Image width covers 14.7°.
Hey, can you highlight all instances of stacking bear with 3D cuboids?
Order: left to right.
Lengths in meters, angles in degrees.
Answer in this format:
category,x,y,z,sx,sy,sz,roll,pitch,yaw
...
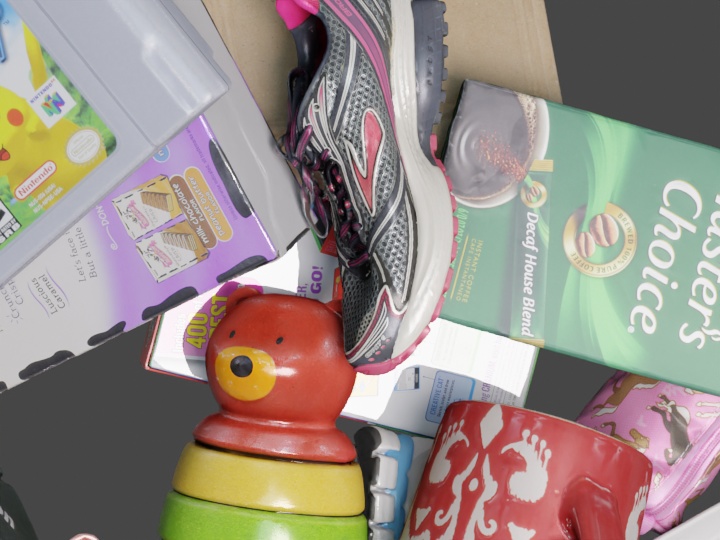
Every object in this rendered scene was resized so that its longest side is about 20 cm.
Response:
category,x,y,z,sx,sy,sz,roll,pitch,yaw
stacking bear,-0.048,0.110,1.383,0.121,0.114,0.201,9,92,31

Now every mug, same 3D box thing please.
category,x,y,z,sx,sy,sz,roll,pitch,yaw
mug,0.083,0.177,1.342,0.133,0.177,0.201,35,68,-51

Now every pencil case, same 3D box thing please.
category,x,y,z,sx,sy,sz,roll,pitch,yaw
pencil case,0.187,0.047,1.458,0.083,0.087,0.200,39,89,11

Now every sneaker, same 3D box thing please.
category,x,y,z,sx,sy,sz,roll,pitch,yaw
sneaker,-0.003,-0.048,1.348,0.074,0.081,0.201,1,78,-26
sneaker,0.034,0.181,1.442,0.086,0.075,0.201,2,104,-15

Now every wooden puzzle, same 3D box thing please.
category,x,y,z,sx,sy,sz,roll,pitch,yaw
wooden puzzle,0.003,-0.143,1.429,0.184,0.037,0.201,-6,83,-15

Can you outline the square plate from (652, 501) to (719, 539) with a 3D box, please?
category,x,y,z,sx,sy,sz,roll,pitch,yaw
square plate,0.182,0.228,1.460,0.199,0.028,0.199,-30,99,27

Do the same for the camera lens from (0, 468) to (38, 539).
category,x,y,z,sx,sy,sz,roll,pitch,yaw
camera lens,-0.262,0.159,1.349,0.199,0.160,0.161,-32,97,5

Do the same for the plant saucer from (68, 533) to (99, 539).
category,x,y,z,sx,sy,sz,roll,pitch,yaw
plant saucer,-0.159,0.269,1.443,0.200,0.037,0.200,-38,98,-4

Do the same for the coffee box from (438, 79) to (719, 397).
category,x,y,z,sx,sy,sz,roll,pitch,yaw
coffee box,0.130,-0.013,1.391,0.199,0.044,0.124,17,89,-1

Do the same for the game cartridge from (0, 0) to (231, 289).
category,x,y,z,sx,sy,sz,roll,pitch,yaw
game cartridge,-0.171,-0.076,1.309,0.200,0.040,0.134,-39,88,23

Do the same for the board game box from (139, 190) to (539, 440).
category,x,y,z,sx,sy,sz,roll,pitch,yaw
board game box,0.000,0.000,1.451,0.199,0.040,0.154,15,90,-9

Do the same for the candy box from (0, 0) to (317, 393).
category,x,y,z,sx,sy,sz,roll,pitch,yaw
candy box,-0.150,-0.048,1.368,0.199,0.072,0.168,-25,98,22
